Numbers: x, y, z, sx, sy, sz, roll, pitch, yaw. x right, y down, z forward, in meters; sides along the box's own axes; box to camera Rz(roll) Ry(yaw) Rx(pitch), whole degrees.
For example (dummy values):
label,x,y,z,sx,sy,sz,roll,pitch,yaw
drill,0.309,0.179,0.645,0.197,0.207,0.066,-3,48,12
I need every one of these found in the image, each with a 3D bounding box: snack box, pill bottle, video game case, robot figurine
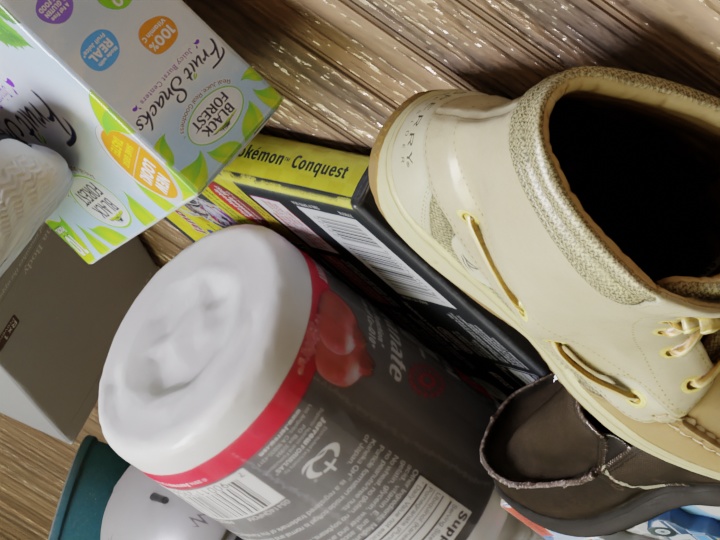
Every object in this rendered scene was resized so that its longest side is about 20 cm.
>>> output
label,x,y,z,sx,sy,sz,roll,pitch,yaw
snack box,-0.116,-0.077,0.987,0.142,0.053,0.200,42,165,-7
pill bottle,-0.004,0.076,1.126,0.200,0.111,0.111,37,164,-33
video game case,0.000,0.000,1.133,0.180,0.026,0.200,14,160,46
robot figurine,-0.073,0.190,1.724,0.200,0.125,0.150,36,121,-25

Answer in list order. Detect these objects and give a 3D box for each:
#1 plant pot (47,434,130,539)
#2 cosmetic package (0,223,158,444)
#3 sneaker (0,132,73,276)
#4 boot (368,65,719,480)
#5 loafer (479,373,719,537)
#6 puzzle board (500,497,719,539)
label,x,y,z,sx,sy,sz,roll,pitch,yaw
plant pot,-0.126,0.234,1.890,0.187,0.201,0.200,13,165,1
cosmetic package,-0.172,-0.003,1.293,0.090,0.107,0.200,23,166,20
sneaker,-0.174,-0.037,0.988,0.114,0.076,0.200,40,168,-5
boot,0.108,0.006,0.845,0.200,0.073,0.155,38,167,-13
loafer,0.106,0.049,1.017,0.071,0.073,0.200,39,152,-22
puzzle board,0.171,0.130,1.133,0.150,0.017,0.200,-8,150,32
